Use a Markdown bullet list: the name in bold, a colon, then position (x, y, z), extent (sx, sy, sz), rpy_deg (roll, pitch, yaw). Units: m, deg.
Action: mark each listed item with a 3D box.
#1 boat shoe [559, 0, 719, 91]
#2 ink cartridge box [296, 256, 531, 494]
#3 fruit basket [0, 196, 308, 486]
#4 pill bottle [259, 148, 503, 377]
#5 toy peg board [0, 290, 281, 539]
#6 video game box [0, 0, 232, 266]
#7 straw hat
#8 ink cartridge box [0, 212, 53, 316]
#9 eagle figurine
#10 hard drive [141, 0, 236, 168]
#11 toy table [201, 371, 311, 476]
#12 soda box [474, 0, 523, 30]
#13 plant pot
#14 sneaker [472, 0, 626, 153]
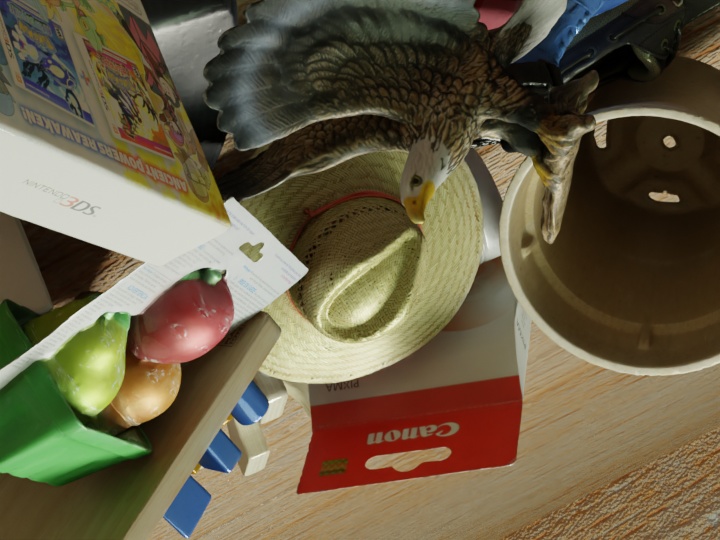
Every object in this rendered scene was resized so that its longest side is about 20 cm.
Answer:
- **boat shoe**: position (0.179, -0.154, 1.123), extent (0.200, 0.066, 0.072), rpy_deg (-24, 161, -5)
- **ink cartridge box**: position (0.036, 0.066, 1.204), extent (0.161, 0.200, 0.050), rpy_deg (-10, 122, 17)
- **fruit basket**: position (-0.133, 0.035, 0.970), extent (0.200, 0.094, 0.185), rpy_deg (-42, 163, 1)
- **pill bottle**: position (0.001, -0.013, 1.194), extent (0.199, 0.113, 0.112), rpy_deg (-24, 161, -6)
- **toy peg board**: position (-0.151, 0.126, 1.106), extent (0.199, 0.200, 0.098), rpy_deg (5, 143, 44)
- **video game box**: position (-0.140, -0.104, 0.664), extent (0.047, 0.183, 0.200), rpy_deg (-31, 160, 14)
- **straw hat**: position (0.000, 0.000, 1.090), extent (0.200, 0.202, 0.085), rpy_deg (-24, -157, -6)
- **ink cartridge box**: position (-0.289, 0.049, 1.025), extent (0.199, 0.084, 0.146), rpy_deg (-21, 161, -17)
- **eagle figurine**: position (0.021, -0.085, 0.890), extent (0.151, 0.199, 0.152), rpy_deg (-71, 173, -69)
- **hard drive**: position (-0.127, -0.092, 0.903), extent (0.134, 0.042, 0.200), rpy_deg (-20, 160, -17)
- **toy table**: position (-0.100, 0.081, 1.308), extent (0.199, 0.117, 0.184), rpy_deg (-25, 162, -7)
- **soda box**: position (0.096, -0.206, 0.883), extent (0.070, 0.064, 0.200), rpy_deg (-16, 159, -26)
- **plant pot**: position (0.212, -0.058, 1.202), extent (0.200, 0.201, 0.184), rpy_deg (-37, -168, 29)
- **sneaker**: position (0.108, -0.130, 1.025), extent (0.199, 0.112, 0.077), rpy_deg (-18, 160, -24)
